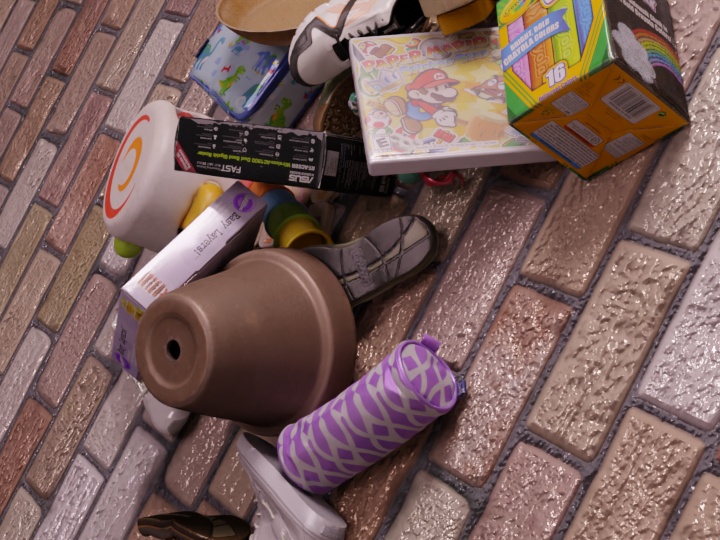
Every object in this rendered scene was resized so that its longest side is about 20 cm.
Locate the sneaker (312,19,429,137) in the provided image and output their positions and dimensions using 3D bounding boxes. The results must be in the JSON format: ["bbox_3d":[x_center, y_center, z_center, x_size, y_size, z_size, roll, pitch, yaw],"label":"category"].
[{"bbox_3d":[0.001,-0.240,1.624,0.201,0.067,0.090,-57,33,1],"label":"sneaker"}]

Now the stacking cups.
[{"bbox_3d":[-0.087,-0.068,1.604,0.061,0.060,0.200,-51,34,14],"label":"stacking cups"}]

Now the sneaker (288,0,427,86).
[{"bbox_3d":[0.004,-0.268,1.524,0.200,0.074,0.080,-37,38,13],"label":"sneaker"}]

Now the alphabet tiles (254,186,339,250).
[{"bbox_3d":[-0.097,-0.071,1.671,0.200,0.015,0.196,-7,63,48],"label":"alphabet tiles"}]

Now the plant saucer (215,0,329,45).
[{"bbox_3d":[-0.074,-0.320,1.683,0.199,0.036,0.201,-10,34,6],"label":"plant saucer"}]

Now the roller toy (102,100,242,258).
[{"bbox_3d":[-0.226,-0.110,1.738,0.200,0.139,0.183,-29,46,55],"label":"roller toy"}]

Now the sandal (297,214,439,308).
[{"bbox_3d":[0.001,0.001,1.475,0.200,0.057,0.080,-18,80,26],"label":"sandal"}]

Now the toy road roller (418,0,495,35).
[{"bbox_3d":[0.134,-0.337,1.437,0.145,0.123,0.200,-17,16,22],"label":"toy road roller"}]

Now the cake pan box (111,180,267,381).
[{"bbox_3d":[-0.189,0.011,1.548,0.200,0.052,0.184,-46,-7,-27],"label":"cake pan box"}]

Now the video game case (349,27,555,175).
[{"bbox_3d":[0.096,-0.173,1.387,0.199,0.023,0.183,-5,50,-4],"label":"video game case"}]

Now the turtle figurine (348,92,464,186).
[{"bbox_3d":[0.063,-0.161,1.462,0.149,0.101,0.201,7,54,16],"label":"turtle figurine"}]

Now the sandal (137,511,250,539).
[{"bbox_3d":[-0.181,0.291,1.489,0.200,0.081,0.055,-9,82,54],"label":"sandal"}]

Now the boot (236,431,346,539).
[{"bbox_3d":[-0.093,0.247,1.411,0.096,0.073,0.200,-57,34,5],"label":"boot"}]

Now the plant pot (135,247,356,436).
[{"bbox_3d":[-0.131,0.075,1.427,0.200,0.174,0.201,0,90,39],"label":"plant pot"}]

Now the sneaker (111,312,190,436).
[{"bbox_3d":[-0.258,0.123,1.685,0.070,0.080,0.201,-47,40,16],"label":"sneaker"}]

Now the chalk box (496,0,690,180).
[{"bbox_3d":[0.212,-0.213,1.301,0.124,0.125,0.201,-30,45,35],"label":"chalk box"}]

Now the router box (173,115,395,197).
[{"bbox_3d":[-0.082,-0.124,1.517,0.199,0.150,0.062,10,95,31],"label":"router box"}]

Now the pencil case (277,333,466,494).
[{"bbox_3d":[0.005,0.140,1.352,0.200,0.084,0.086,-37,37,30],"label":"pencil case"}]

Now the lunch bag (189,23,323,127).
[{"bbox_3d":[-0.124,-0.269,1.777,0.161,0.082,0.200,-50,39,6],"label":"lunch bag"}]
